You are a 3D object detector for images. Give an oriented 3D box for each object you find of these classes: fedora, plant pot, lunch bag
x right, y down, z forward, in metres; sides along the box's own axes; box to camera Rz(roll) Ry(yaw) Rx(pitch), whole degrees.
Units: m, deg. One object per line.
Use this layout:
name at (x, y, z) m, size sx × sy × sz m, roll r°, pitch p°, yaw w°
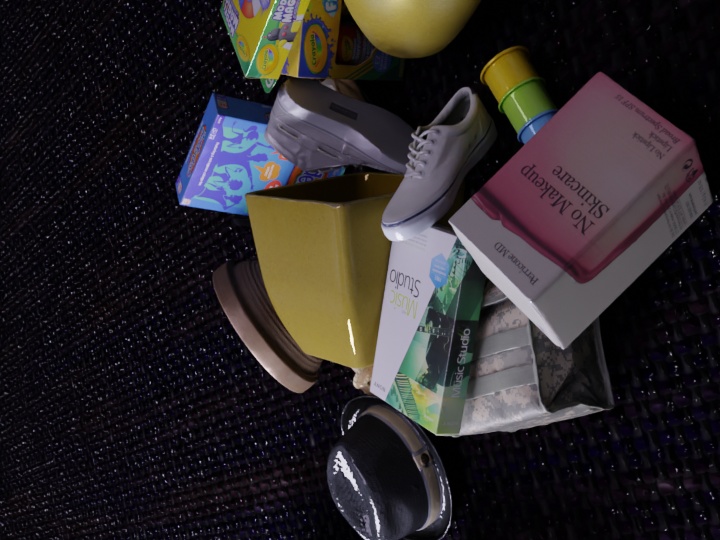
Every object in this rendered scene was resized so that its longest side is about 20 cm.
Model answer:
fedora at (0.019, 0.258, 1.305) m, size 0.199 × 0.091 × 0.204 m, roll 27°, pitch 129°, yaw 38°
plant pot at (-0.101, 0.054, 1.431) m, size 0.092 × 0.201 × 0.202 m, roll -37°, pitch 60°, yaw 7°
plant pot at (0.057, -0.320, 1.166) m, size 0.201 × 0.197 × 0.143 m, roll 51°, pitch 156°, yaw 34°
plant pot at (0.000, 0.000, 1.265) m, size 0.194 × 0.192 × 0.204 m, roll 9°, pitch 108°, yaw 51°
lunch bag at (0.161, 0.059, 1.119) m, size 0.163 × 0.116 × 0.204 m, roll -25°, pitch 67°, yaw 54°

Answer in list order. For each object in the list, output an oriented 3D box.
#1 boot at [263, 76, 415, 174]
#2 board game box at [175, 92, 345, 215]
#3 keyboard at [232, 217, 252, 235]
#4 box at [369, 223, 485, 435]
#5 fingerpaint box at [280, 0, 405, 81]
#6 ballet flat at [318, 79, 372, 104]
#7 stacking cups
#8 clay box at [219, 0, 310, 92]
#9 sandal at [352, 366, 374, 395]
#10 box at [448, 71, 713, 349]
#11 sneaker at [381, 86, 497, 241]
boot at (-0.018, -0.152, 1.290) m, size 0.096 × 0.197 × 0.074 m, roll -56°, pitch 9°, yaw 48°
board game box at (-0.120, -0.138, 1.380) m, size 0.153 × 0.197 × 0.045 m, roll -59°, pitch 36°, yaw 37°
keyboard at (-0.098, -0.034, 1.425) m, size 0.199 × 0.103 × 0.040 m, roll 9°, pitch 77°, yaw 62°
box at (0.070, 0.053, 1.126) m, size 0.144 × 0.036 × 0.204 m, roll 23°, pitch 108°, yaw 59°
fingerpaint box at (-0.020, -0.328, 1.255) m, size 0.073 × 0.165 × 0.204 m, roll 21°, pitch 110°, yaw 48°
ballet flat at (-0.044, -0.248, 1.367) m, size 0.202 × 0.062 × 0.069 m, roll 60°, pitch 167°, yaw 27°
stacking cups at (0.194, -0.135, 1.097) m, size 0.061 × 0.060 × 0.202 m, roll -49°, pitch 59°, yaw 43°
clay box at (-0.103, -0.306, 1.186) m, size 0.201 × 0.047 × 0.116 m, roll -59°, pitch 43°, yaw 43°
sandal at (0.011, 0.130, 1.353) m, size 0.211 × 0.069 × 0.079 m, roll 40°, pitch 124°, yaw 42°
box at (0.201, -0.055, 0.979) m, size 0.200 × 0.109 × 0.128 m, roll -44°, pitch 53°, yaw 0°
sneaker at (0.074, -0.116, 1.141) m, size 0.072 × 0.201 × 0.071 m, roll -1°, pitch 133°, yaw 43°
